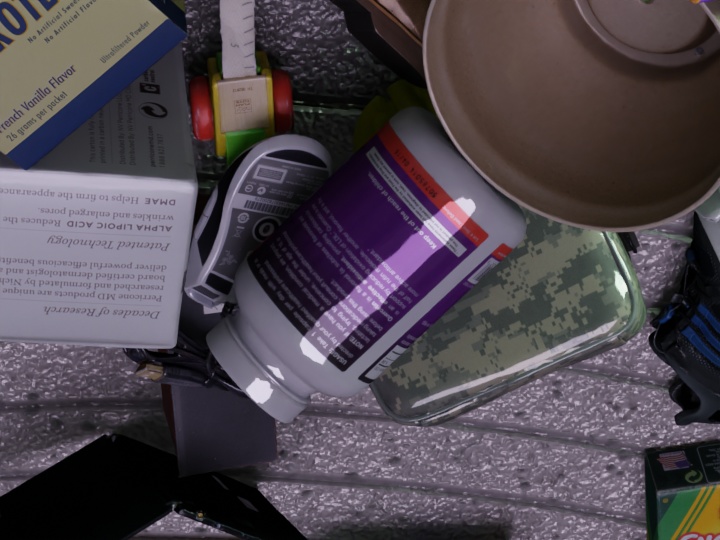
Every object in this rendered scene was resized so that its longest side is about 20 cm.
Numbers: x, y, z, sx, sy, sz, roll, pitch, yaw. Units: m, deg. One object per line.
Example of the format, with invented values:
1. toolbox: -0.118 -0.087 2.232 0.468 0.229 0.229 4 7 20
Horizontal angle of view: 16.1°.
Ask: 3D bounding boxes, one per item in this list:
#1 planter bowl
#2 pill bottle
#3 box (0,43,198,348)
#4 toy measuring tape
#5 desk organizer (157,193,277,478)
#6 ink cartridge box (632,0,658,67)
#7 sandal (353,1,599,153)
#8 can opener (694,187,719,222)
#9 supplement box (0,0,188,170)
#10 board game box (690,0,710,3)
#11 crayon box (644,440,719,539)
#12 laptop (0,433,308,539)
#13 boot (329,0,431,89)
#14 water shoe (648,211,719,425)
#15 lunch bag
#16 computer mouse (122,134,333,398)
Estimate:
1. planter bowl: 0.154 -0.143 1.517 0.200 0.135 0.200 16 130 20
2. pill bottle: 0.000 0.000 1.596 0.200 0.112 0.112 -43 122 8
3. box: -0.209 -0.065 1.584 0.200 0.199 0.131 3 128 -11
4. toy measuring tape: -0.078 -0.135 1.626 0.073 0.074 0.200 -5 135 -4
5. desk organizer: -0.104 0.037 1.753 0.072 0.077 0.200 -9 125 -10
6. ink cartridge box: 0.266 -0.152 1.655 0.200 0.088 0.145 -3 127 -8
7. sandal: 0.090 -0.122 1.669 0.200 0.080 0.087 -37 139 23
8. can opener: 0.277 -0.104 1.605 0.200 0.053 0.066 -38 122 19
9. supplement box: -0.218 -0.207 1.472 0.134 0.200 0.200 -38 123 21
10. board game box: 0.212 -0.293 1.414 0.200 0.200 0.200 -14 133 -39
11. crayon box: 0.287 0.219 1.968 0.127 0.051 0.200 -9 129 -1
12. laptop: -0.149 0.190 1.790 0.200 0.177 0.103 24 94 -24
13. boot: -0.006 -0.207 1.602 0.200 0.074 0.075 43 82 -27
14. water shoe: 0.243 0.039 1.809 0.079 0.072 0.200 -12 128 4
15. lunch bag: 0.089 0.016 1.720 0.200 0.168 0.140 -26 82 10
16. computer mouse: -0.077 -0.009 1.655 0.110 0.044 0.200 12 117 -29
